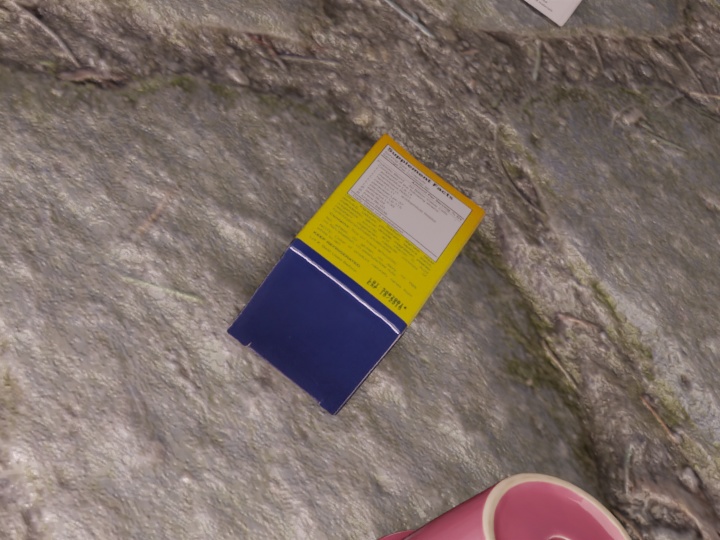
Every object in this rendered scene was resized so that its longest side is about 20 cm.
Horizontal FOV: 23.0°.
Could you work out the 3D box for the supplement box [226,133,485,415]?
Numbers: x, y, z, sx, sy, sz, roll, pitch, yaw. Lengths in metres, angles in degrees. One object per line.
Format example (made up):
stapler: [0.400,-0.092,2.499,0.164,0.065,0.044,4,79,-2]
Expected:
supplement box: [0.000,0.000,1.399,0.109,0.110,0.200,38,38,0]

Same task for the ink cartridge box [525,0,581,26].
ink cartridge box: [0.255,-0.390,1.935,0.087,0.200,0.145,35,38,-3]

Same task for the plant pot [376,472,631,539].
plant pot: [0.088,0.235,1.170,0.200,0.179,0.200,21,41,-20]
